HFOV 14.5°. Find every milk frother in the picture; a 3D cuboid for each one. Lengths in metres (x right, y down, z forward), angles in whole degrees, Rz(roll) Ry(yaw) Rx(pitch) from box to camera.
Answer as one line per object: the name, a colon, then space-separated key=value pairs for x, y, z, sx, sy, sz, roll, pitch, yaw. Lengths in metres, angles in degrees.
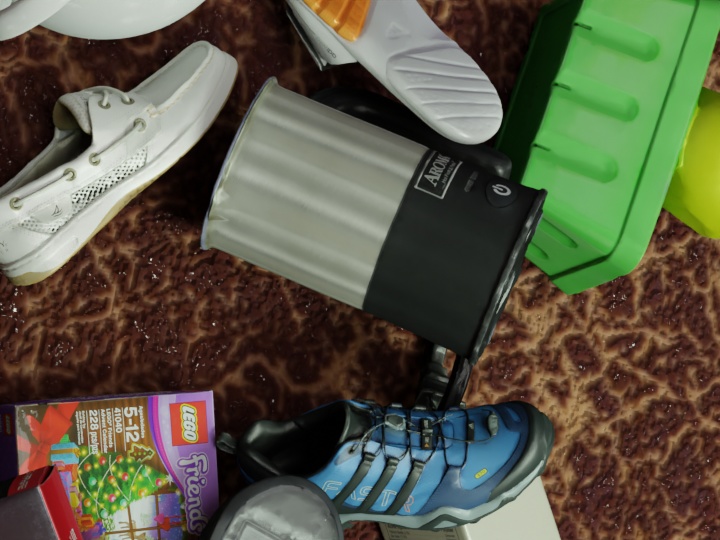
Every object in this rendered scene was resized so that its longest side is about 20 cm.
milk frother: x=0.000 y=0.000 z=1.773 sx=0.188 sy=0.181 sz=0.201 roll=23 pitch=106 yaw=5

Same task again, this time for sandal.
sandal: x=0.004 y=-0.144 z=1.792 sx=0.079 sy=0.059 sz=0.207 roll=-26 pitch=68 yaw=-37

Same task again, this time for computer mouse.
computer mouse: x=-0.086 y=0.212 z=1.705 sx=0.138 sy=0.053 sz=0.200 roll=35 pitch=78 yaw=-18

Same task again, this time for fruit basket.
fruit basket: x=0.202 y=-0.079 z=1.880 sx=0.215 sy=0.155 sz=0.217 roll=3 pitch=81 yaw=-18

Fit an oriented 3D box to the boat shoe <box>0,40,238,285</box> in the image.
boat shoe: x=-0.155 y=-0.080 z=1.706 sx=0.200 sy=0.071 sz=0.069 roll=-47 pitch=113 yaw=-23

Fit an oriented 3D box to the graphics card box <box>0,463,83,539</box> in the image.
graphics card box: x=-0.246 y=0.200 z=1.589 sx=0.199 sy=0.051 sz=0.126 roll=-18 pitch=100 yaw=5

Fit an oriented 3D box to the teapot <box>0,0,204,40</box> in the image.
teapot: x=-0.139 y=-0.231 z=1.679 sx=0.197 sy=0.146 sz=0.201 roll=1 pitch=88 yaw=-32

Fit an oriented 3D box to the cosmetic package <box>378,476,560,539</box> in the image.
cosmetic package: x=0.089 y=0.225 z=1.829 sx=0.073 sy=0.103 sz=0.201 roll=-23 pitch=102 yaw=-32

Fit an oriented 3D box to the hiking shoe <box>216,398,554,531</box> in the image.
hiking shoe: x=0.019 y=0.115 z=1.733 sx=0.087 sy=0.199 sz=0.075 roll=62 pitch=17 yaw=-50

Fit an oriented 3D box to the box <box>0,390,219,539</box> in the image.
box: x=-0.151 y=0.176 z=1.716 sx=0.136 sy=0.039 sz=0.201 roll=-3 pitch=90 yaw=-33
